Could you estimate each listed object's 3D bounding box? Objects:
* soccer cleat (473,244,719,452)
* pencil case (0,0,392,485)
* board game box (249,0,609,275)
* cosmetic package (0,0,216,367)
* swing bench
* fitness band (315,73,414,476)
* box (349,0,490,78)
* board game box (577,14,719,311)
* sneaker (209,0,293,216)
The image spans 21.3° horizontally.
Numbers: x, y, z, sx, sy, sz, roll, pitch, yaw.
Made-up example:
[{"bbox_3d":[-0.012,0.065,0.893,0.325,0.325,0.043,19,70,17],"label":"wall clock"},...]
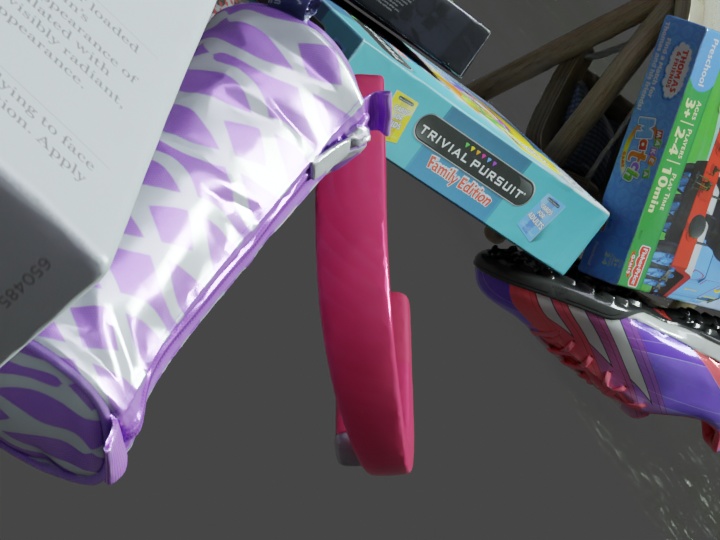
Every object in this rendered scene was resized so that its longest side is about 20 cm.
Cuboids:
[{"bbox_3d":[0.148,0.046,1.115,0.199,0.073,0.068,21,15,-17],"label":"soccer cleat"},{"bbox_3d":[-0.069,-0.013,0.707,0.085,0.084,0.200,27,56,15],"label":"pencil case"},{"bbox_3d":[0.029,-0.091,1.062,0.200,0.047,0.151,31,11,-36],"label":"board game box"},{"bbox_3d":[-0.168,-0.056,0.591,0.165,0.165,0.200,42,26,-17],"label":"cosmetic package"},{"bbox_3d":[0.192,-0.089,1.207,0.199,0.200,0.130,25,34,-42],"label":"swing bench"},{"bbox_3d":[0.000,0.000,0.854,0.200,0.037,0.144,-92,176,-52],"label":"fitness band"},{"bbox_3d":[-0.015,-0.180,1.087,0.143,0.036,0.200,33,6,-21],"label":"box"},{"bbox_3d":[0.226,-0.050,1.127,0.199,0.152,0.037,12,9,-43],"label":"board game box"},{"bbox_3d":[-0.086,-0.105,0.842,0.201,0.071,0.098,52,24,0],"label":"sneaker"}]
